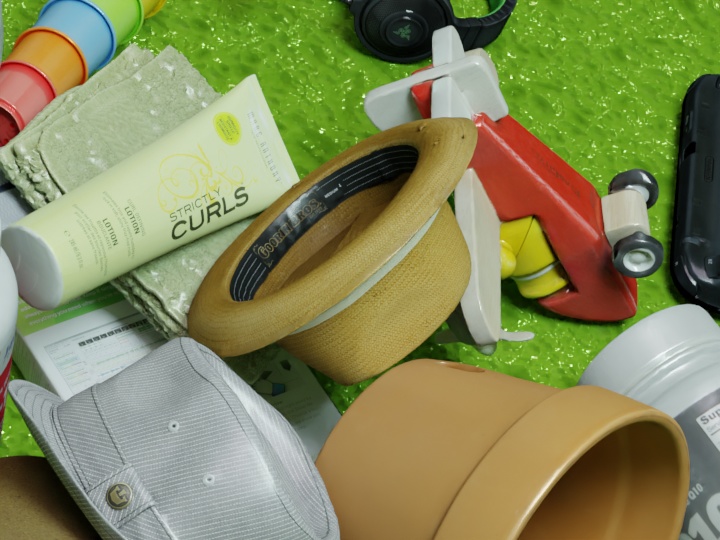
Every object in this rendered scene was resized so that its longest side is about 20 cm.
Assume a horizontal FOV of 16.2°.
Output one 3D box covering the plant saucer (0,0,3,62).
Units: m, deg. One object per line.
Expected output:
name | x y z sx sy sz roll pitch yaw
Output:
plant saucer | -0.264 -0.094 1.463 0.050 0.200 0.200 33 38 -37

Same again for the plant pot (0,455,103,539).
plant pot | -0.167 0.189 1.241 0.186 0.187 0.200 5 37 -10

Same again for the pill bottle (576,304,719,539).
pill bottle | 0.213 0.123 1.418 0.113 0.113 0.200 -19 58 -27

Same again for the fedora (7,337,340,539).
fedora | -0.080 0.103 1.272 0.090 0.177 0.200 -41 56 5

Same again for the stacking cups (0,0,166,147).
stacking cups | -0.186 -0.138 1.548 0.060 0.061 0.200 26 39 8

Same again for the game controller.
game controller | 0.254 -0.046 1.626 0.104 0.042 0.200 23 48 -14

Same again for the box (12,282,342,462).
box | -0.106 0.065 1.440 0.144 0.036 0.200 -19 59 -27

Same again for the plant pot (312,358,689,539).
plant pot | 0.061 0.136 1.331 0.140 0.200 0.200 27 48 30

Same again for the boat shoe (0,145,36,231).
boat shoe | -0.173 -0.051 1.494 0.200 0.071 0.072 -15 74 -40

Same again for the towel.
towel | -0.101 -0.034 1.453 0.200 0.036 0.148 44 51 4

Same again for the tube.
tube | -0.111 -0.041 1.396 0.052 0.058 0.200 34 43 27

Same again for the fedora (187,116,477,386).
fedora | 0.000 0.000 1.364 0.082 0.200 0.201 53 49 -18

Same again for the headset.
headset | 0.018 -0.202 1.654 0.200 0.094 0.124 -7 52 -34

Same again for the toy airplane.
toy airplane | 0.070 -0.044 1.504 0.200 0.141 0.199 -9 66 -57

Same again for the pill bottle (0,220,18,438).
pill bottle | -0.238 0.038 1.318 0.112 0.200 0.112 7 50 -8
